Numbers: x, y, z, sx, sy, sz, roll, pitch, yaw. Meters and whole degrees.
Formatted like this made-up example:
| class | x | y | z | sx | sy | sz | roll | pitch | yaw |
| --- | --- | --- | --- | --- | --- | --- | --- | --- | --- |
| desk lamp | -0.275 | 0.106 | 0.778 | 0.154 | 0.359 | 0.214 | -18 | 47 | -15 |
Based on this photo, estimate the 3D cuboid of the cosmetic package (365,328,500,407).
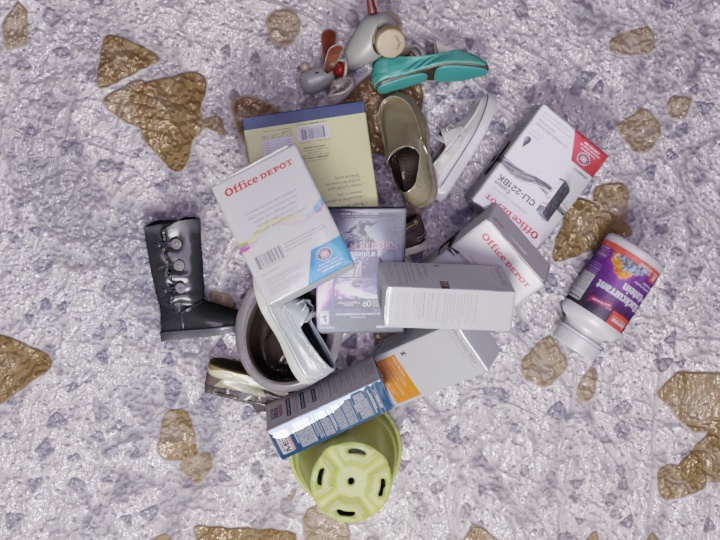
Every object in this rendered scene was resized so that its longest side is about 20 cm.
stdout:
| class | x | y | z | sx | sy | sz | roll | pitch | yaw |
| --- | --- | --- | --- | --- | --- | --- | --- | --- | --- |
| cosmetic package | 0.117 | 0.140 | 1.642 | 0.199 | 0.071 | 0.102 | -28 | 102 | 36 |

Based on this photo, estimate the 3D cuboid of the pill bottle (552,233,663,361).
| class | x | y | z | sx | sy | sz | roll | pitch | yaw |
| --- | --- | --- | --- | --- | --- | --- | --- | --- | --- |
| pill bottle | 0.412 | 0.049 | 1.685 | 0.111 | 0.111 | 0.201 | 32 | 93 | -6 |

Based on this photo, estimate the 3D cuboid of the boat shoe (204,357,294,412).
| class | x | y | z | sx | sy | sz | roll | pitch | yaw |
| --- | --- | --- | --- | --- | --- | --- | --- | --- | --- |
| boat shoe | -0.168 | 0.206 | 1.688 | 0.199 | 0.072 | 0.066 | 19 | 107 | -8 |

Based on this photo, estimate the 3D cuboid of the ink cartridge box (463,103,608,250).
| class | x | y | z | sx | sy | sz | roll | pitch | yaw |
| --- | --- | --- | --- | --- | --- | --- | --- | --- | --- |
| ink cartridge box | 0.291 | -0.154 | 1.670 | 0.144 | 0.084 | 0.201 | 37 | 94 | -6 |

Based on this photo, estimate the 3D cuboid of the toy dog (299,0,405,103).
| class | x | y | z | sx | sy | sz | roll | pitch | yaw |
| --- | --- | --- | --- | --- | --- | --- | --- | --- | --- |
| toy dog | -0.018 | -0.370 | 1.618 | 0.200 | 0.132 | 0.097 | -39 | 119 | -9 |

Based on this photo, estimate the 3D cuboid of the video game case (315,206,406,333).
| class | x | y | z | sx | sy | sz | roll | pitch | yaw |
| --- | --- | --- | --- | --- | --- | --- | --- | --- | --- |
| video game case | 0.000 | 0.000 | 1.575 | 0.141 | 0.019 | 0.202 | -1 | 104 | -6 |

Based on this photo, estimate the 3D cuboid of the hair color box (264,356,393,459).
| class | x | y | z | sx | sy | sz | roll | pitch | yaw |
| --- | --- | --- | --- | --- | --- | --- | --- | --- | --- |
| hair color box | -0.052 | 0.221 | 1.612 | 0.199 | 0.100 | 0.061 | -24 | 108 | 1 |

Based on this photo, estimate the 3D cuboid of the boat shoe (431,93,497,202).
| class | x | y | z | sx | sy | sz | roll | pitch | yaw |
| --- | --- | --- | --- | --- | --- | --- | --- | --- | --- |
| boat shoe | 0.155 | -0.214 | 1.666 | 0.065 | 0.072 | 0.201 | 29 | 101 | -11 |

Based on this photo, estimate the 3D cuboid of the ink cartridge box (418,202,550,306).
| class | x | y | z | sx | sy | sz | roll | pitch | yaw |
| --- | --- | --- | --- | --- | --- | --- | --- | --- | --- |
| ink cartridge box | 0.190 | 0.009 | 1.640 | 0.200 | 0.084 | 0.145 | -39 | 98 | 30 |

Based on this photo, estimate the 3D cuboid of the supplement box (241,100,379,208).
| class | x | y | z | sx | sy | sz | roll | pitch | yaw |
| --- | --- | --- | --- | --- | --- | --- | --- | --- | --- |
| supplement box | -0.079 | -0.158 | 1.620 | 0.198 | 0.134 | 0.202 | -9 | 96 | -3 |

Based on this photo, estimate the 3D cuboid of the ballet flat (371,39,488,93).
| class | x | y | z | sx | sy | sz | roll | pitch | yaw |
| --- | --- | --- | --- | --- | --- | --- | --- | --- | --- |
| ballet flat | 0.113 | -0.346 | 1.652 | 0.198 | 0.067 | 0.071 | -10 | 78 | -5 |

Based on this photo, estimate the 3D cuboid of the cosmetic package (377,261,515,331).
| class | x | y | z | sx | sy | sz | roll | pitch | yaw |
| --- | --- | --- | --- | --- | --- | --- | --- | --- | --- |
| cosmetic package | 0.129 | 0.038 | 1.532 | 0.198 | 0.102 | 0.075 | 0 | 114 | -7 |

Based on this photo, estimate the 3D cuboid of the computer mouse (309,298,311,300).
| class | x | y | z | sx | sy | sz | roll | pitch | yaw |
| --- | --- | --- | --- | --- | --- | --- | --- | --- | --- |
| computer mouse | -0.044 | 0.047 | 1.700 | 0.199 | 0.034 | 0.059 | -29 | 95 | 6 |

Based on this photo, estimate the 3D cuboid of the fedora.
| class | x | y | z | sx | sy | sz | roll | pitch | yaw |
| --- | --- | --- | --- | --- | --- | --- | --- | --- | --- |
| fedora | -0.115 | 0.098 | 1.648 | 0.175 | 0.090 | 0.202 | 6 | 91 | 2 |

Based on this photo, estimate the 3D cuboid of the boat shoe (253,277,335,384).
| class | x | y | z | sx | sy | sz | roll | pitch | yaw |
| --- | --- | --- | --- | --- | --- | --- | --- | --- | --- |
| boat shoe | -0.099 | 0.078 | 1.561 | 0.071 | 0.070 | 0.202 | -24 | 95 | 20 |

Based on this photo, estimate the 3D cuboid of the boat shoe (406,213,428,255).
| class | x | y | z | sx | sy | sz | roll | pitch | yaw |
| --- | --- | --- | --- | --- | --- | --- | --- | --- | --- |
| boat shoe | 0.014 | -0.044 | 1.667 | 0.198 | 0.072 | 0.060 | -15 | 106 | -7 |

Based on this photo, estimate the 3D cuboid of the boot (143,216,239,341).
| class | x | y | z | sx | sy | sz | roll | pitch | yaw |
| --- | --- | --- | --- | --- | --- | --- | --- | --- | --- |
| boot | -0.267 | 0.009 | 1.665 | 0.163 | 0.066 | 0.202 | -7 | 92 | -5 |

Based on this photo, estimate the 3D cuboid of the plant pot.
| class | x | y | z | sx | sy | sz | roll | pitch | yaw |
| --- | --- | --- | --- | --- | --- | --- | --- | --- | --- |
| plant pot | -0.020 | 0.324 | 1.648 | 0.198 | 0.184 | 0.202 | 0 | 96 | -4 |

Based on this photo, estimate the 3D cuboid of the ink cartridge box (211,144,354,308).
| class | x | y | z | sx | sy | sz | roll | pitch | yaw |
| --- | --- | --- | --- | --- | --- | --- | --- | --- | --- |
| ink cartridge box | -0.115 | -0.066 | 1.498 | 0.144 | 0.085 | 0.201 | -26 | 85 | 0 |

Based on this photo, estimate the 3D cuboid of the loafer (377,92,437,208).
| class | x | y | z | sx | sy | sz | roll | pitch | yaw |
| --- | --- | --- | --- | --- | --- | --- | --- | --- | --- |
| loafer | 0.075 | -0.203 | 1.633 | 0.075 | 0.068 | 0.202 | -23 | 76 | 23 |
